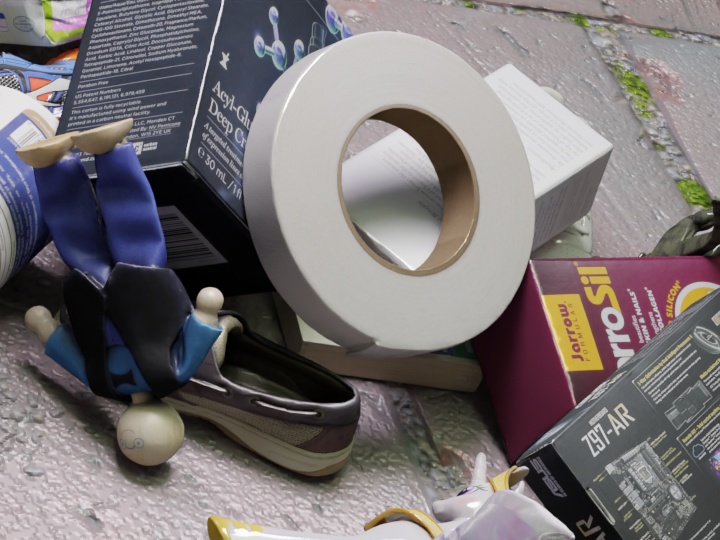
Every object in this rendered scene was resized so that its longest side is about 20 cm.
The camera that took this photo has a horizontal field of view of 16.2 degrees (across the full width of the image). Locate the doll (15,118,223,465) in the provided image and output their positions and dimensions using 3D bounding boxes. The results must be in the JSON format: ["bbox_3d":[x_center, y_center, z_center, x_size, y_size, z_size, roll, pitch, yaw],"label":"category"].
[{"bbox_3d":[-0.144,0.017,1.475,0.136,0.200,0.048,-12,8,29],"label":"doll"}]

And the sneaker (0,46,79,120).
[{"bbox_3d":[-0.213,-0.098,1.661,0.200,0.075,0.078,-18,55,-43],"label":"sneaker"}]

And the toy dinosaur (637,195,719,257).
[{"bbox_3d":[0.225,-0.016,1.715,0.088,0.200,0.047,-27,80,-32],"label":"toy dinosaur"}]

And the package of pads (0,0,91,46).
[{"bbox_3d":[-0.202,-0.209,1.764,0.154,0.068,0.200,7,20,38],"label":"package of pads"}]

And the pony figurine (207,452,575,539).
[{"bbox_3d":[0.040,0.180,1.390,0.200,0.167,0.193,-13,39,-21],"label":"pony figurine"}]

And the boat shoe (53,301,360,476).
[{"bbox_3d":[-0.090,0.054,1.533,0.200,0.065,0.072,27,36,6],"label":"boat shoe"}]

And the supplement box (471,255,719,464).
[{"bbox_3d":[0.182,0.057,1.649,0.200,0.086,0.110,-1,63,-32],"label":"supplement box"}]

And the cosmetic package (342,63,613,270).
[{"bbox_3d":[0.062,-0.047,1.674,0.101,0.071,0.200,41,51,22],"label":"cosmetic package"}]

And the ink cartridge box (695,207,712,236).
[{"bbox_3d":[0.330,0.049,1.776,0.145,0.084,0.200,3,39,-28],"label":"ink cartridge box"}]

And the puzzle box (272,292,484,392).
[{"bbox_3d":[0.000,0.000,1.697,0.133,0.025,0.200,9,37,-21],"label":"puzzle box"}]

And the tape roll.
[{"bbox_3d":[0.020,-0.046,1.551,0.203,0.037,0.203,8,76,-34],"label":"tape roll"}]

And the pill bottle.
[{"bbox_3d":[-0.257,-0.025,1.498,0.111,0.111,0.200,29,34,7],"label":"pill bottle"}]

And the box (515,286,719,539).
[{"bbox_3d":[0.210,0.123,1.549,0.200,0.044,0.160,-38,91,-37],"label":"box"}]

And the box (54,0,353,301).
[{"bbox_3d":[-0.097,-0.104,1.584,0.148,0.107,0.200,47,44,-47],"label":"box"}]

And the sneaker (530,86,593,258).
[{"bbox_3d":[0.128,-0.052,1.779,0.075,0.100,0.200,15,36,-23],"label":"sneaker"}]
